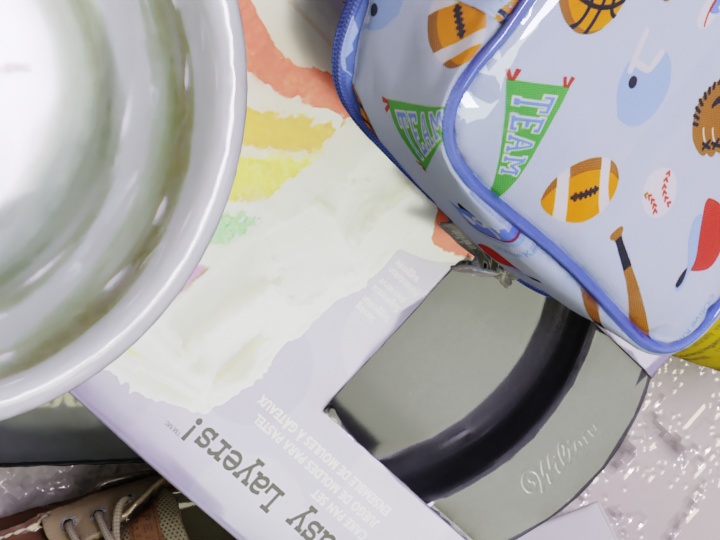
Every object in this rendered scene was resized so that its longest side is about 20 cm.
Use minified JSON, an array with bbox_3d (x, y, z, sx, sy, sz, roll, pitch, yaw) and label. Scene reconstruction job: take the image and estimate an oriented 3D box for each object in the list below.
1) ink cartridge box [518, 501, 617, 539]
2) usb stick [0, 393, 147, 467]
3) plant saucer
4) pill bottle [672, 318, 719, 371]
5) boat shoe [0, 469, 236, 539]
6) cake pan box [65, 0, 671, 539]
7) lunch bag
[{"bbox_3d":[0.047,0.159,0.914,0.199,0.068,0.115,-18,150,-13],"label":"ink cartridge box"},{"bbox_3d":[-0.105,0.043,0.851,0.199,0.033,0.056,-1,106,-7],"label":"usb stick"},{"bbox_3d":[-0.134,-0.055,0.696,0.199,0.050,0.202,-2,97,-16],"label":"plant saucer"},{"bbox_3d":[0.092,-0.034,0.868,0.199,0.113,0.113,17,101,-23],"label":"pill bottle"},{"bbox_3d":[-0.082,0.104,0.864,0.199,0.072,0.076,-15,67,-22],"label":"boat shoe"},{"bbox_3d":[0.000,0.000,0.774,0.184,0.052,0.200,-45,104,5],"label":"cake pan box"},{"bbox_3d":[0.090,-0.080,0.697,0.200,0.075,0.160,-54,132,-4],"label":"lunch bag"}]
